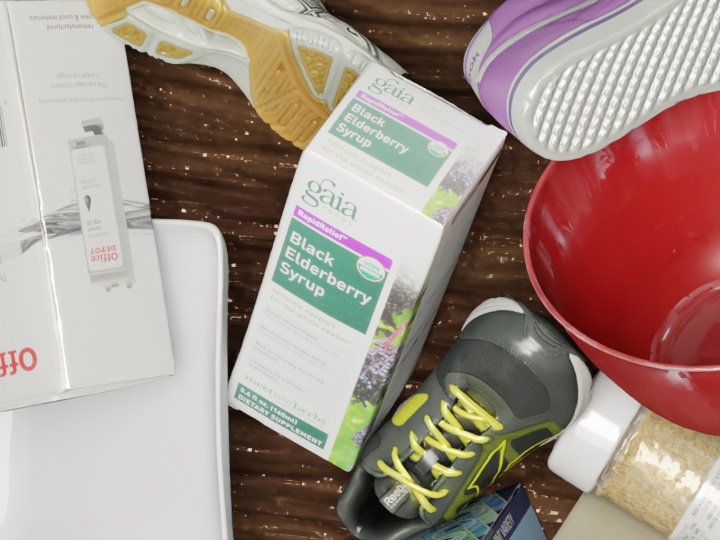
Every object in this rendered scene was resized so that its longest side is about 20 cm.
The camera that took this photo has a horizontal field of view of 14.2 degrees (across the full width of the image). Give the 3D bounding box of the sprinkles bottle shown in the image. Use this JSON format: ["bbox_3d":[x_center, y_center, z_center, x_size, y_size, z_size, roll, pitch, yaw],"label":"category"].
[{"bbox_3d":[0.195,0.123,1.474,0.199,0.068,0.068,32,109,7],"label":"sprinkles bottle"}]

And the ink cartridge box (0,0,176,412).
[{"bbox_3d":[-0.184,-0.028,1.494,0.146,0.083,0.201,-11,87,43],"label":"ink cartridge box"}]

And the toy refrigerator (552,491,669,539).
[{"bbox_3d":[0.112,0.178,1.441,0.070,0.200,0.076,27,108,8],"label":"toy refrigerator"}]

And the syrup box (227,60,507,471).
[{"bbox_3d":[0.000,0.000,1.451,0.078,0.082,0.200,29,139,8],"label":"syrup box"}]

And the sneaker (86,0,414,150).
[{"bbox_3d":[-0.041,-0.130,1.482,0.199,0.088,0.076,32,132,-17],"label":"sneaker"}]

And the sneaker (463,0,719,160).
[{"bbox_3d":[0.144,-0.129,1.430,0.200,0.114,0.073,-20,117,-13],"label":"sneaker"}]

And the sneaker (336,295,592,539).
[{"bbox_3d":[0.050,0.086,1.452,0.074,0.085,0.200,40,147,4],"label":"sneaker"}]

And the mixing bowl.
[{"bbox_3d":[0.185,0.006,1.405,0.199,0.201,0.109,-2,137,16],"label":"mixing bowl"}]

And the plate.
[{"bbox_3d":[-0.134,0.067,1.537,0.199,0.032,0.201,5,99,41],"label":"plate"}]

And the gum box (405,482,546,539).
[{"bbox_3d":[-0.014,0.185,1.494,0.199,0.170,0.045,-23,96,19],"label":"gum box"}]
